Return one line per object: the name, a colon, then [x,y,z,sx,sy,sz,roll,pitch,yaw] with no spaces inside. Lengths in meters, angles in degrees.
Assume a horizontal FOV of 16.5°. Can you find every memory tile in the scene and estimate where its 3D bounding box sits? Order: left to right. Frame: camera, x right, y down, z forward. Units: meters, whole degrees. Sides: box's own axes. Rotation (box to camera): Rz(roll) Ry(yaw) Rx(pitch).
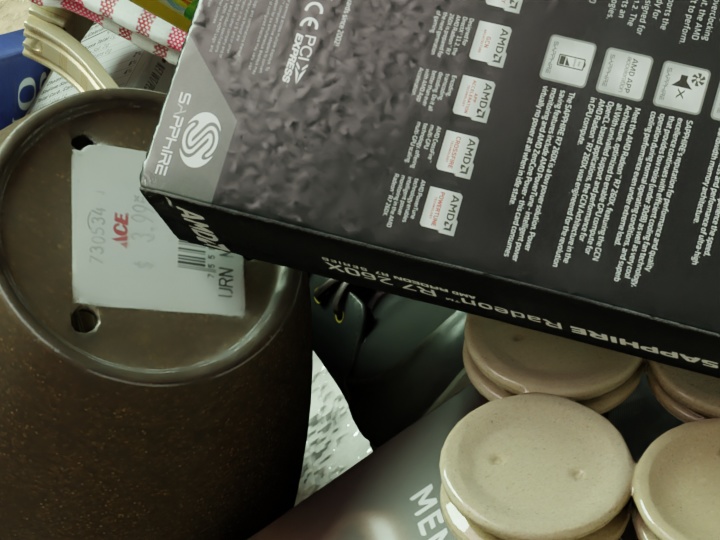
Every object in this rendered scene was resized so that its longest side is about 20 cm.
memory tile: [0.125,0.028,0.659,0.199,0.017,0.154,5,43,5]

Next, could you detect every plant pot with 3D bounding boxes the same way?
plant pot: [-0.088,0.033,0.764,0.188,0.186,0.200,-64,5,-33]

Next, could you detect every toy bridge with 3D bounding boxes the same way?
toy bridge: [-0.037,-0.048,0.920,0.067,0.199,0.027,-60,-8,-34]

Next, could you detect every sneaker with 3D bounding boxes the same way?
sneaker: [0.000,0.000,0.798,0.075,0.106,0.200,-40,5,-9]

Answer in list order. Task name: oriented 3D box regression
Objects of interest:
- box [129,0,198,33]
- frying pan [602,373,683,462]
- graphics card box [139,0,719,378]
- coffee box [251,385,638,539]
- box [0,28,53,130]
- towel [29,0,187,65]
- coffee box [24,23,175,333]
box: [0.027,-0.159,0.825,0.122,0.199,0.194,-27,43,48]
frying pan: [0.100,0.028,0.793,0.115,0.031,0.190,-45,32,-3]
graphics card box: [0.054,-0.048,0.650,0.199,0.051,0.126,14,77,12]
coffee box: [-0.005,0.135,0.695,0.200,0.080,0.113,-36,40,14]
box: [-0.147,-0.037,1.033,0.032,0.122,0.200,9,15,17]
towel: [-0.012,-0.112,0.938,0.147,0.199,0.030,-57,-13,-35]
coffee box: [-0.086,-0.013,0.982,0.080,0.113,0.201,-16,38,43]
